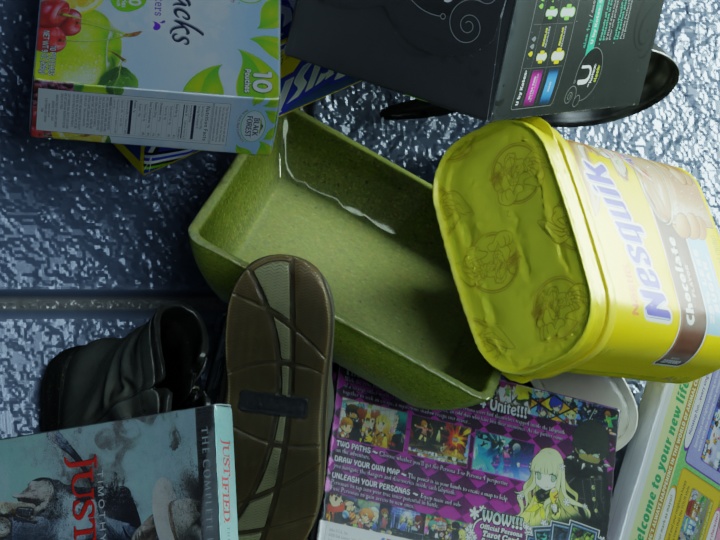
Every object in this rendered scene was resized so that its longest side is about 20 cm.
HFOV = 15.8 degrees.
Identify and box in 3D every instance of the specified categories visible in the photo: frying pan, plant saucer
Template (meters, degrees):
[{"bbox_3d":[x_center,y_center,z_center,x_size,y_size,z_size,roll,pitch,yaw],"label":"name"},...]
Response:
[{"bbox_3d":[0.116,-0.116,1.709,0.189,0.115,0.031,-13,67,15],"label":"frying pan"},{"bbox_3d":[0.000,0.000,1.568,0.199,0.048,0.200,29,30,-1],"label":"plant saucer"}]

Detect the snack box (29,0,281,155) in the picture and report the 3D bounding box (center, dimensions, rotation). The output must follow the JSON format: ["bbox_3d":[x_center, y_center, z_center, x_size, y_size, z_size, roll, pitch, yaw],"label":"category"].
[{"bbox_3d":[-0.118,-0.158,1.529,0.141,0.053,0.201,5,47,-8],"label":"snack box"}]

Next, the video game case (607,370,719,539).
[{"bbox_3d":[0.239,0.154,1.709,0.182,0.022,0.201,34,65,-32],"label":"video game case"}]

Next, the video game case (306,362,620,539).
[{"bbox_3d":[0.058,0.152,1.573,0.199,0.036,0.183,14,74,-23],"label":"video game case"}]

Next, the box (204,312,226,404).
[{"bbox_3d":[-0.030,0.140,1.579,0.158,0.046,0.201,21,70,-22],"label":"box"}]

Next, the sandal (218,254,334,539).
[{"bbox_3d":[-0.053,0.082,1.487,0.080,0.054,0.201,11,107,3],"label":"sandal"}]

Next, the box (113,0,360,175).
[{"bbox_3d":[-0.070,-0.135,1.599,0.199,0.065,0.070,-26,54,-29],"label":"box"}]

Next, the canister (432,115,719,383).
[{"bbox_3d":[0.142,-0.006,1.565,0.199,0.086,0.149,8,61,-55],"label":"canister"}]

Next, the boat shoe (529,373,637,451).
[{"bbox_3d":[0.118,0.025,1.677,0.072,0.060,0.201,-28,90,4],"label":"boat shoe"}]

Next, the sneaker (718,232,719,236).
[{"bbox_3d":[0.164,-0.027,1.709,0.199,0.072,0.073,30,74,-15],"label":"sneaker"}]

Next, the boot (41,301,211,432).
[{"bbox_3d":[-0.132,0.125,1.477,0.067,0.130,0.202,5,76,-34],"label":"boot"}]

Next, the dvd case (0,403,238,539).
[{"bbox_3d":[-0.152,0.158,1.434,0.022,0.199,0.147,15,69,-57],"label":"dvd case"}]

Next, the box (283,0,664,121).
[{"bbox_3d":[0.076,-0.169,1.538,0.200,0.148,0.125,-12,118,-57],"label":"box"}]
